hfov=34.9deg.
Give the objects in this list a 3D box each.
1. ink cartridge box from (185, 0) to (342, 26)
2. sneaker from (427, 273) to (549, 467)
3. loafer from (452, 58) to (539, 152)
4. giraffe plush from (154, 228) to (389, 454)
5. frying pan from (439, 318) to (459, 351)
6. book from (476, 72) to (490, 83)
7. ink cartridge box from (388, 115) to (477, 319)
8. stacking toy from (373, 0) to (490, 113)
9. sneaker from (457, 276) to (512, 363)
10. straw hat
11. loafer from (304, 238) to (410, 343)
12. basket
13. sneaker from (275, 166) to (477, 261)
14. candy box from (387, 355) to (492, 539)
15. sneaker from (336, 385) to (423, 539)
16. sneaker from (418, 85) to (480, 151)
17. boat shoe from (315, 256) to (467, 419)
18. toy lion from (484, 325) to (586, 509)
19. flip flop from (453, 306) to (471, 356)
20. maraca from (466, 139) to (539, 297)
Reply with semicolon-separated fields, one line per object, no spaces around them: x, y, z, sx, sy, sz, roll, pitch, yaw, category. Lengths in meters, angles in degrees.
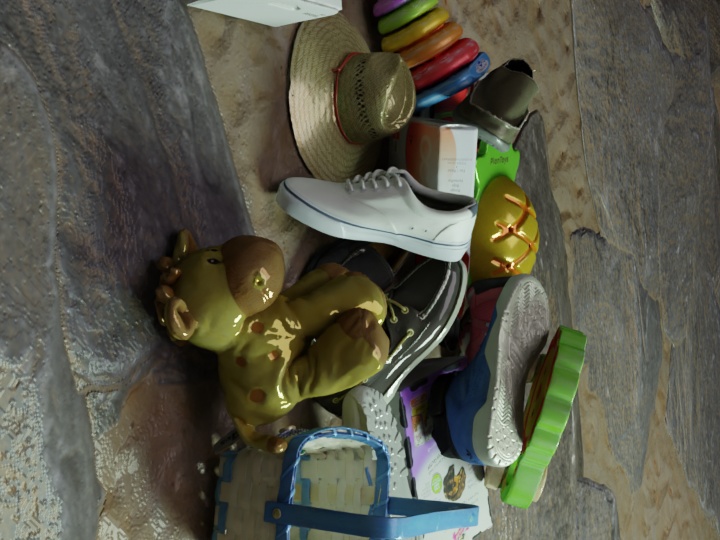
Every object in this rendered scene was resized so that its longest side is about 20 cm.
-0.095;-0.336;1.048;0.144;0.084;0.202;-4;89;-58;ink cartridge box
0.126;0.101;1.188;0.076;0.111;0.201;21;74;-36;sneaker
0.153;-0.192;1.263;0.075;0.070;0.200;30;27;-3;loafer
-0.094;0.037;0.965;0.200;0.172;0.162;-43;118;-11;giraffe plush
0.104;0.014;1.369;0.191;0.031;0.116;-75;155;-50;frying pan
0.170;-0.134;1.447;0.134;0.048;0.202;44;43;-79;book
0.069;-0.062;1.238;0.050;0.162;0.202;2;99;-18;ink cartridge box
0.054;-0.287;1.292;0.201;0.109;0.116;61;30;-12;stacking toy
0.157;0.076;1.278;0.201;0.073;0.087;91;-8;-60;sneaker
0.011;-0.182;1.199;0.201;0.085;0.203;13;75;-57;straw hat
0.000;0.000;1.167;0.073;0.072;0.200;64;37;-31;loafer
-0.018;0.205;0.982;0.176;0.199;0.140;18;78;-60;basket
0.019;-0.069;1.117;0.073;0.199;0.071;-102;-153;-59;sneaker
0.068;0.210;1.250;0.167;0.071;0.202;-16;98;-59;candy box
0.002;0.209;1.124;0.076;0.080;0.202;-35;118;-59;sneaker
0.116;-0.163;1.370;0.077;0.084;0.201;52;45;-44;sneaker
0.031;0.063;1.143;0.060;0.072;0.202;34;92;-43;boat shoe
0.191;0.156;1.208;0.192;0.068;0.201;-15;122;-86;toy lion
0.156;0.063;1.425;0.081;0.057;0.201;22;73;-23;flip flop
0.149;-0.057;1.305;0.137;0.106;0.202;-19;114;-58;maraca
